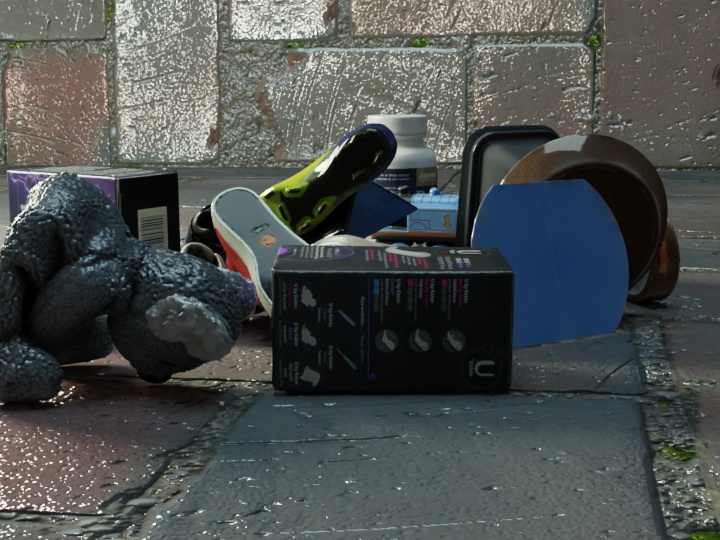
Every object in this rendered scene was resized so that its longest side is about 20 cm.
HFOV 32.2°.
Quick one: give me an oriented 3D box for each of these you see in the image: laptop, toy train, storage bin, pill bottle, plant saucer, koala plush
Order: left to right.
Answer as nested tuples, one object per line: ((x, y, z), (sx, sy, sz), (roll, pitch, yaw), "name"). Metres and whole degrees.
((-0.189, 0.024, 1.040), (0.199, 0.184, 0.177), (13, 11, 5), "koala plush")
((-0.048, -0.020, 1.466), (0.187, 0.116, 0.200), (-29, 26, 25), "laptop")
((0.051, -0.112, 1.709), (0.111, 0.201, 0.111), (-1, 9, 0), "pill bottle")
((0.110, -0.049, 1.583), (0.199, 0.115, 0.087), (3, 9, 20), "toy train")
((0.200, -0.049, 1.394), (0.145, 0.201, 0.134), (-3, 21, -19), "storage bin")
((0.231, -0.042, 1.301), (0.200, 0.201, 0.035), (-2, 23, -8), "plant saucer")

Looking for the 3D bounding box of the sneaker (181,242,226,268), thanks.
((-0.170, 0.012, 1.314), (0.074, 0.089, 0.200), (-5, 9, -17), "sneaker")

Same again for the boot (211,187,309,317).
((-0.084, 0.026, 1.277), (0.072, 0.144, 0.200), (-26, 56, -19), "boot")

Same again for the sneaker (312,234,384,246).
((0.007, 0.022, 1.222), (0.200, 0.071, 0.080), (13, 56, 42), "sneaker")

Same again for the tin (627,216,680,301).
((0.305, -0.027, 1.454), (0.042, 0.112, 0.200), (-3, 9, -17), "tin")

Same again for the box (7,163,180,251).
((-0.322, -0.050, 1.507), (0.200, 0.149, 0.104), (5, 11, 35), "box")

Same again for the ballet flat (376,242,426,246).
((0.000, 0.000, 1.448), (0.200, 0.064, 0.076), (-7, 12, -32), "ballet flat")

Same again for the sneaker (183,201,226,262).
((-0.123, -0.049, 1.571), (0.199, 0.077, 0.111), (-6, -29, -15), "sneaker")

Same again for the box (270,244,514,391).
((0.026, 0.039, 1.067), (0.199, 0.106, 0.122), (0, 11, 0), "box")

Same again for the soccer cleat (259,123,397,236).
((-0.041, -0.093, 1.384), (0.200, 0.065, 0.084), (-34, 1, 19), "soccer cleat")

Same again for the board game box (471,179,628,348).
((0.179, -0.007, 1.238), (0.200, 0.159, 0.039), (-6, -5, -33), "board game box")
